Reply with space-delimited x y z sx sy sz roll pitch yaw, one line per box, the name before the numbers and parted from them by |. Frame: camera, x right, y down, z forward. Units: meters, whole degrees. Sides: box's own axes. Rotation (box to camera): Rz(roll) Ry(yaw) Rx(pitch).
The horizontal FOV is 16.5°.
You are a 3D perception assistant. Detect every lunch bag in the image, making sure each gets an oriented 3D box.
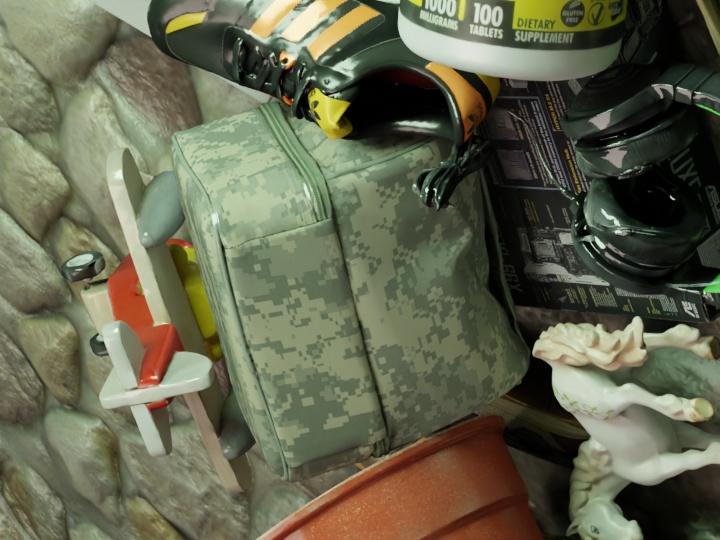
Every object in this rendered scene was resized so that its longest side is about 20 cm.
lunch bag | 0.000 0.000 1.376 0.139 0.168 0.200 -119 14 -61

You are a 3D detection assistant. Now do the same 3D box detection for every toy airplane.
toy airplane | -0.115 0.033 1.648 0.200 0.141 0.199 80 169 -68

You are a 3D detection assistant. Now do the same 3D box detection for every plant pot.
plant pot | 0.047 0.217 1.429 0.195 0.201 0.201 59 148 12

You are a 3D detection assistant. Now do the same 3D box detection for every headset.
headset | 0.129 -0.042 1.247 0.200 0.094 0.124 13 126 33

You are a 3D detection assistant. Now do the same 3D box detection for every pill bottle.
pill bottle | 0.082 -0.201 1.194 0.112 0.112 0.200 21 115 38

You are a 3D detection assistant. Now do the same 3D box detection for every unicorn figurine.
unicorn figurine | 0.158 0.095 1.411 0.137 0.074 0.200 -6 122 34

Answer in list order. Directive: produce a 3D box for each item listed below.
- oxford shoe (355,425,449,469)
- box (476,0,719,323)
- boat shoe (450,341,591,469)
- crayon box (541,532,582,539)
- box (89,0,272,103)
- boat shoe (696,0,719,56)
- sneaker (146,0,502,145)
oxford shoe | 0.043 0.122 1.596 0.200 0.071 0.073 56 164 -22
box | 0.117 -0.070 1.359 0.158 0.050 0.200 4 123 49
boat shoe | 0.069 0.070 1.523 0.200 0.073 0.065 26 133 34
crayon box | 0.162 0.218 1.522 0.200 0.058 0.119 0 146 50
box | -0.052 -0.202 1.364 0.124 0.098 0.200 30 147 -9
boat shoe | 0.195 -0.122 1.207 0.073 0.063 0.201 1 121 50
sneaker | -0.024 -0.111 1.294 0.200 0.090 0.070 8 137 12
